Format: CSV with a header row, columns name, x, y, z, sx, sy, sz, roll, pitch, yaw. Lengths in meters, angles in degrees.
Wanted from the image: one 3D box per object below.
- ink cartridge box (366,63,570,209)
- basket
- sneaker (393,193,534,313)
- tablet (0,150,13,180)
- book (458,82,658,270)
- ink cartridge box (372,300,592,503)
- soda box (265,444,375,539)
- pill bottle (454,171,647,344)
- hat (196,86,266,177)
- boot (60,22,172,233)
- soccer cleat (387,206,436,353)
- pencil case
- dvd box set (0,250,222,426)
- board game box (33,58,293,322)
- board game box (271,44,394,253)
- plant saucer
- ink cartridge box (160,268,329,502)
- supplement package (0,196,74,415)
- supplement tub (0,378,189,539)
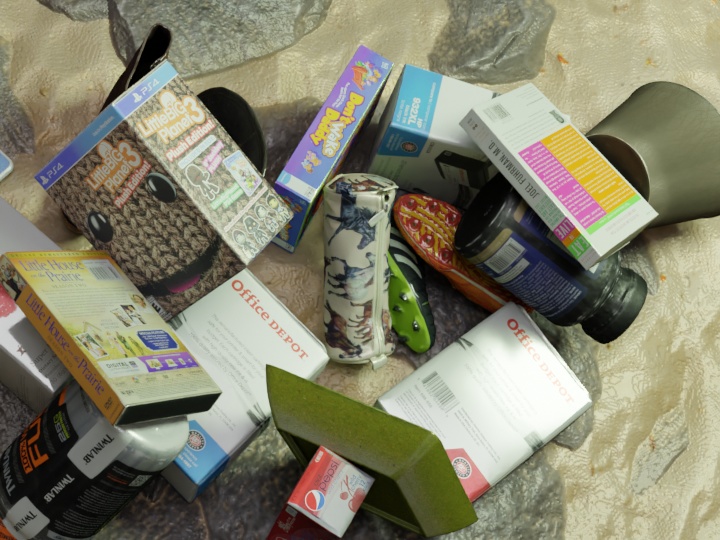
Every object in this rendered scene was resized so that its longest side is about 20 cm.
name,x,y,z,sx,sy,sz,roll,pitch,yaw
ink cartridge box,0.120,-0.138,1.673,0.197,0.145,0.085,17,66,-5
basket,0.320,-0.118,1.670,0.181,0.136,0.199,51,38,14
sneaker,0.109,-0.008,1.643,0.199,0.077,0.073,41,63,-13
tablet,-0.488,-0.092,1.594,0.130,0.014,0.200,41,65,7
book,0.205,-0.102,1.541,0.201,0.048,0.133,50,36,10
ink cartridge box,0.127,0.152,1.589,0.199,0.084,0.145,-34,78,-21
soda box,-0.044,0.239,1.451,0.063,0.200,0.070,31,65,2
pill bottle,0.207,-0.011,1.587,0.199,0.112,0.113,36,64,-14
hat,-0.152,-0.096,1.622,0.080,0.199,0.204,21,57,-47
boot,-0.262,-0.152,1.582,0.072,0.167,0.202,25,64,-4
soccer cleat,0.048,-0.006,1.651,0.080,0.068,0.202,-14,72,-34
pencil case,0.000,0.000,1.582,0.077,0.089,0.203,-6,103,-28
dvd box set,-0.236,0.059,1.384,0.200,0.030,0.146,47,22,21
board game box,-0.195,-0.074,1.468,0.201,0.159,0.097,50,43,-8
board game box,-0.038,-0.134,1.643,0.044,0.135,0.201,29,65,2
plant saucer,0.003,0.189,1.450,0.198,0.201,0.048,20,66,28
ink cartridge box,-0.153,0.116,1.541,0.146,0.086,0.200,44,64,7
supplement package,-0.347,0.038,1.512,0.199,0.120,0.121,39,66,6
supplement tub,-0.267,0.183,1.421,0.122,0.200,0.123,37,25,-20
